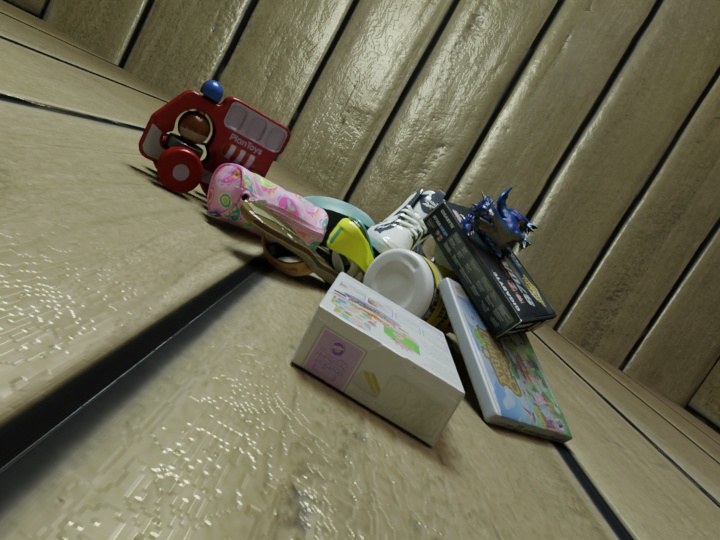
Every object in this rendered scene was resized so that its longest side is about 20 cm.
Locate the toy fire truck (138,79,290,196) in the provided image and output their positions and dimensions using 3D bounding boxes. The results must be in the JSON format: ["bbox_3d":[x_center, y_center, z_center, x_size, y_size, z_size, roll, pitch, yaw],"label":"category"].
[{"bbox_3d":[-0.226,-0.194,0.854,0.198,0.170,0.112,26,9,-32],"label":"toy fire truck"}]

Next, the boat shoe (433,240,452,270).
[{"bbox_3d":[0.154,0.012,0.953,0.073,0.203,0.062,13,31,20],"label":"boat shoe"}]

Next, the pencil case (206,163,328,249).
[{"bbox_3d":[-0.137,-0.089,0.835,0.087,0.088,0.199,37,8,40],"label":"pencil case"}]

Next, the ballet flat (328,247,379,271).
[{"bbox_3d":[0.005,-0.009,0.961,0.069,0.068,0.199,51,11,25],"label":"ballet flat"}]

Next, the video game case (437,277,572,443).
[{"bbox_3d":[0.191,0.119,0.730,0.181,0.022,0.202,25,38,-38],"label":"video game case"}]

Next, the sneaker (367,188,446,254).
[{"bbox_3d":[0.085,-0.080,0.890,0.080,0.130,0.199,45,15,9],"label":"sneaker"}]

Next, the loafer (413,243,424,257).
[{"bbox_3d":[0.096,-0.004,1.082,0.062,0.073,0.201,-4,-36,19],"label":"loafer"}]

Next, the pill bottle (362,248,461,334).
[{"bbox_3d":[0.096,0.040,0.831,0.111,0.112,0.199,36,10,32],"label":"pill bottle"}]

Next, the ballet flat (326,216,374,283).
[{"bbox_3d":[0.000,0.000,0.840,0.067,0.067,0.201,36,-15,38],"label":"ballet flat"}]

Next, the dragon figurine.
[{"bbox_3d":[0.201,-0.081,0.792,0.100,0.058,0.200,54,35,-7],"label":"dragon figurine"}]

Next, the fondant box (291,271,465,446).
[{"bbox_3d":[0.020,0.074,0.552,0.143,0.059,0.200,31,7,-1],"label":"fondant box"}]

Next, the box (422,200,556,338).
[{"bbox_3d":[0.190,-0.002,0.803,0.158,0.046,0.202,3,52,-54],"label":"box"}]

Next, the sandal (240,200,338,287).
[{"bbox_3d":[-0.094,-0.020,0.745,0.080,0.054,0.200,46,1,41],"label":"sandal"}]

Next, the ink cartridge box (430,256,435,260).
[{"bbox_3d":[0.221,0.044,1.209,0.148,0.082,0.200,53,5,-10],"label":"ink cartridge box"}]

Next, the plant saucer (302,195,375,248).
[{"bbox_3d":[-0.049,-0.086,1.007,0.197,0.037,0.200,15,-17,5],"label":"plant saucer"}]

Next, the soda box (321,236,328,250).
[{"bbox_3d":[-0.020,-0.055,1.123,0.198,0.069,0.064,33,9,12],"label":"soda box"}]
